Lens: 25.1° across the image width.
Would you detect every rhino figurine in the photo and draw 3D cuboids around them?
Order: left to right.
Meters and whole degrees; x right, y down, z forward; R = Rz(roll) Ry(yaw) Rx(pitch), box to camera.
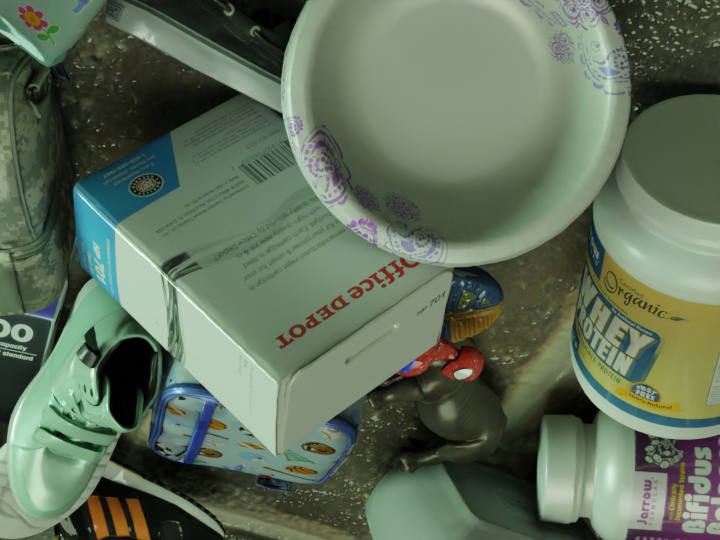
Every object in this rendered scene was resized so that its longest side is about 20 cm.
[{"bbox_3d":[0.050,0.079,1.225,0.087,0.060,0.200,-17,130,12],"label":"rhino figurine"}]

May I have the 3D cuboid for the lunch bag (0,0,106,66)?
[{"bbox_3d":[-0.198,-0.237,0.879,0.200,0.122,0.170,36,136,-14],"label":"lunch bag"}]

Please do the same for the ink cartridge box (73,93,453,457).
[{"bbox_3d":[-0.063,-0.004,1.018,0.200,0.146,0.086,42,147,25],"label":"ink cartridge box"}]

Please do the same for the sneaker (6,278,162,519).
[{"bbox_3d":[-0.204,0.111,1.181,0.074,0.118,0.201,16,105,-23],"label":"sneaker"}]

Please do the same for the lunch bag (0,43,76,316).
[{"bbox_3d":[-0.286,-0.068,1.046,0.200,0.140,0.168,0,137,4],"label":"lunch bag"}]

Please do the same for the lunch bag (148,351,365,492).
[{"bbox_3d":[-0.085,0.105,1.220,0.160,0.076,0.200,11,157,-8],"label":"lunch bag"}]

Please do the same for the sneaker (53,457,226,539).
[{"bbox_3d":[-0.211,0.203,1.342,0.200,0.090,0.070,31,169,-18],"label":"sneaker"}]

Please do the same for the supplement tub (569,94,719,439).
[{"bbox_3d":[0.219,-0.001,1.065,0.144,0.145,0.200,3,136,2],"label":"supplement tub"}]

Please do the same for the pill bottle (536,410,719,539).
[{"bbox_3d":[0.239,0.158,1.251,0.200,0.112,0.112,2,136,2],"label":"pill bottle"}]

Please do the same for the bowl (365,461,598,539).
[{"bbox_3d":[0.112,0.217,1.285,0.200,0.200,0.075,20,102,-16],"label":"bowl"}]

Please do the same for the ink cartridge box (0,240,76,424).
[{"bbox_3d":[-0.328,0.027,1.220,0.198,0.043,0.200,15,134,-9],"label":"ink cartridge box"}]

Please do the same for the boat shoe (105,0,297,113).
[{"bbox_3d":[-0.064,-0.137,1.008,0.200,0.069,0.057,24,95,-35],"label":"boat shoe"}]

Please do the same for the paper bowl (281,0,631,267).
[{"bbox_3d":[0.052,-0.105,0.962,0.200,0.104,0.201,0,95,-6],"label":"paper bowl"}]

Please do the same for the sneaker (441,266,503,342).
[{"bbox_3d":[0.000,0.000,1.127,0.200,0.088,0.075,2,131,5],"label":"sneaker"}]

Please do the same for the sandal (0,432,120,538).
[{"bbox_3d":[-0.231,0.126,1.273,0.082,0.050,0.203,33,100,-25],"label":"sandal"}]

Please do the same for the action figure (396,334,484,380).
[{"bbox_3d":[-0.017,0.051,1.074,0.200,0.065,0.052,4,93,1],"label":"action figure"}]
